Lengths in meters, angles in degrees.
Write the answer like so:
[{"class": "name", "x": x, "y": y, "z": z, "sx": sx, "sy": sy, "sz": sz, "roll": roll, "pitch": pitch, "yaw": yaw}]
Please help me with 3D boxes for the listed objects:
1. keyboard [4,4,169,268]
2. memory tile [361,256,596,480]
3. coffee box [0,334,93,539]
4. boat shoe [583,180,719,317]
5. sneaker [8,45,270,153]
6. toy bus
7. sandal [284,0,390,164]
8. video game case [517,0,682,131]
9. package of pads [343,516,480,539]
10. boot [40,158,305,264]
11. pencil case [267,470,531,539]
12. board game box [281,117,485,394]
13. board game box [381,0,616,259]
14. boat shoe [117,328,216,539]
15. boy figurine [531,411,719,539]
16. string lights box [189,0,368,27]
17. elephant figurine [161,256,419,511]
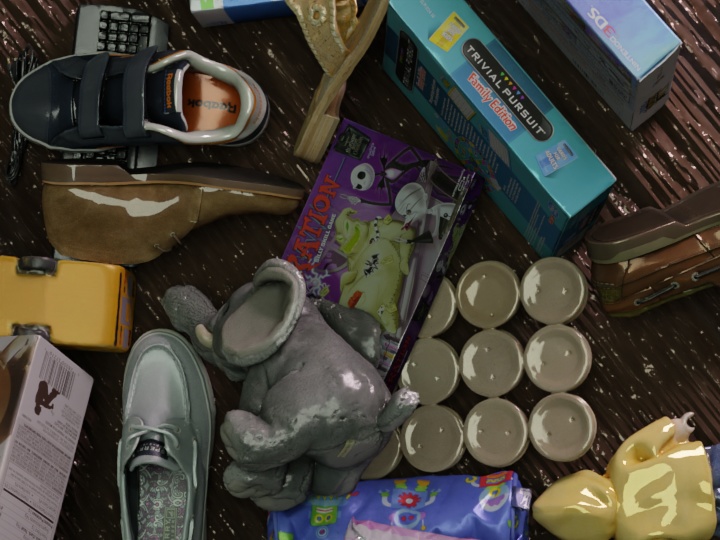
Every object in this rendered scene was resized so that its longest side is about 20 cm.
[{"class": "keyboard", "x": -0.218, "y": -0.106, "z": 1.738, "sx": 0.126, "sy": 0.021, "sz": 0.202, "roll": 4, "pitch": 83, "yaw": 7}, {"class": "memory tile", "x": 0.075, "y": 0.072, "z": 1.669, "sx": 0.199, "sy": 0.017, "sz": 0.155, "roll": -7, "pitch": 83, "yaw": 18}, {"class": "coffee box", "x": -0.280, "y": 0.155, "z": 1.639, "sx": 0.112, "sy": 0.080, "sz": 0.201, "roll": -3, "pitch": 61, "yaw": 29}, {"class": "boat shoe", "x": 0.263, "y": -0.021, "z": 1.658, "sx": 0.199, "sy": 0.072, "sz": 0.068, "roll": -15, "pitch": 109, "yaw": -1}, {"class": "sneaker", "x": -0.168, "y": -0.130, "z": 1.694, "sx": 0.198, "sy": 0.079, "sz": 0.079, "roll": -1, "pitch": 85, "yaw": -1}, {"class": "toy bus", "x": -0.275, "y": 0.022, "z": 1.701, "sx": 0.198, "sy": 0.078, "sz": 0.066, "roll": 4, "pitch": 85, "yaw": 7}, {"class": "sandal", "x": -0.027, "y": -0.177, "z": 1.653, "sx": 0.069, "sy": 0.078, "sz": 0.213, "roll": 20, "pitch": 122, "yaw": -7}, {"class": "video game case", "x": 0.149, "y": -0.204, "z": 1.626, "sx": 0.045, "sy": 0.181, "sz": 0.200, "roll": -40, "pitch": 81, "yaw": 0}, {"class": "package of pads", "x": 0.036, "y": 0.277, "z": 1.597, "sx": 0.120, "sy": 0.076, "sz": 0.201, "roll": 11, "pitch": 119, "yaw": 7}, {"class": "boot", "x": -0.141, "y": -0.044, "z": 1.699, "sx": 0.198, "sy": 0.074, "sz": 0.076, "roll": 1, "pitch": 96, "yaw": 1}, {"class": "pencil case", "x": 0.029, "y": 0.193, "z": 1.646, "sx": 0.198, "sy": 0.087, "sz": 0.079, "roll": -5, "pitch": 119, "yaw": 7}, {"class": "board game box", "x": 0.000, "y": 0.000, "z": 1.680, "sx": 0.120, "sy": 0.032, "sz": 0.201, "roll": 23, "pitch": 89, "yaw": 28}, {"class": "board game box", "x": 0.097, "y": -0.109, "z": 1.635, "sx": 0.047, "sy": 0.151, "sz": 0.200, "roll": -38, "pitch": 81, "yaw": -9}, {"class": "boat shoe", "x": -0.145, "y": 0.142, "z": 1.676, "sx": 0.069, "sy": 0.072, "sz": 0.202, "roll": -3, "pitch": 83, "yaw": 6}, {"class": "boy figurine", "x": 0.225, "y": 0.170, "z": 1.637, "sx": 0.199, "sy": 0.064, "sz": 0.125, "roll": -13, "pitch": 83, "yaw": 6}, {"class": "string lights box", "x": -0.032, "y": -0.251, "z": 1.713, "sx": 0.198, "sy": 0.059, "sz": 0.104, "roll": -7, "pitch": 84, "yaw": 6}, {"class": "elephant figurine", "x": -0.056, "y": 0.057, "z": 1.617, "sx": 0.154, "sy": 0.142, "sz": 0.201, "roll": -8, "pitch": 59, "yaw": -8}]
